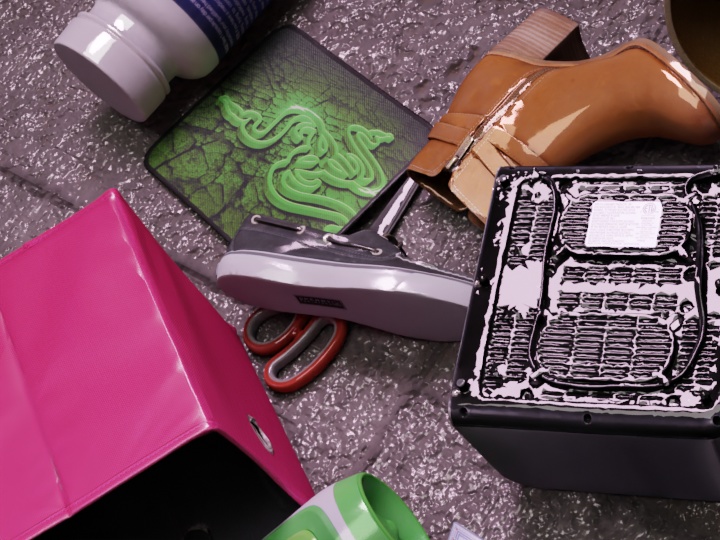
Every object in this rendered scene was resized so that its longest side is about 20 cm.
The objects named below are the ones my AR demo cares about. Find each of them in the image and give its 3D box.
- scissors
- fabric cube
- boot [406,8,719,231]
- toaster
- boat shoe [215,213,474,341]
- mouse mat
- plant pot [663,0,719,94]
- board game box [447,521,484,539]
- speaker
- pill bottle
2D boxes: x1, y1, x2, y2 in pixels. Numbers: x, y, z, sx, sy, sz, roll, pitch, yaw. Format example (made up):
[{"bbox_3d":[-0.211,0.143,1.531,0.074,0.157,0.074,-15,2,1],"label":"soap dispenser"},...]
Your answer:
[{"bbox_3d":[0.000,0.002,1.200,0.200,0.014,0.073,-43,51,-7],"label":"scissors"},{"bbox_3d":[-0.161,0.113,1.088,0.199,0.196,0.200,-31,52,4],"label":"fabric cube"},{"bbox_3d":[0.136,-0.083,1.158,0.155,0.074,0.200,-49,43,-11],"label":"boot"},{"bbox_3d":[0.168,0.032,1.042,0.199,0.119,0.182,0,62,24],"label":"toaster"},{"bbox_3d":[0.000,0.000,1.154,0.199,0.069,0.057,9,65,18],"label":"boat shoe"},{"bbox_3d":[-0.056,-0.090,1.276,0.161,0.008,0.200,-45,52,-7],"label":"mouse mat"},{"bbox_3d":[0.286,-0.238,1.136,0.185,0.187,0.201,-12,41,16],"label":"plant pot"},{"bbox_3d":[0.102,0.243,0.978,0.199,0.062,0.201,-6,59,20],"label":"board game box"},{"bbox_3d":[-0.051,0.209,1.031,0.200,0.088,0.089,-40,52,12],"label":"speaker"},{"bbox_3d":[-0.136,-0.217,1.323,0.119,0.120,0.200,30,75,34],"label":"pill bottle"}]
